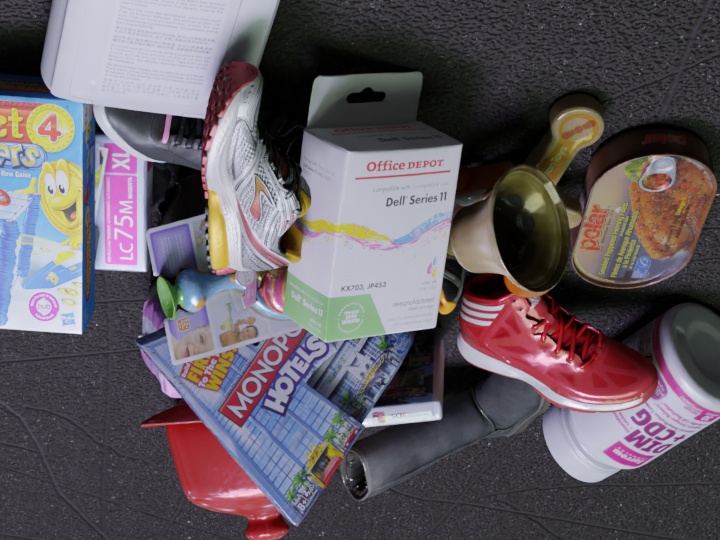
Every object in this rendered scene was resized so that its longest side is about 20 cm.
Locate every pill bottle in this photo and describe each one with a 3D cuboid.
[{"bbox_3d":[0.277,0.126,1.867,0.113,0.114,0.200,19,141,-29],"label":"pill bottle"}]

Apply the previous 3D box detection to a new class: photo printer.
[{"bbox_3d":[-0.143,-0.202,1.396,0.165,0.070,0.201,6,145,-13],"label":"photo printer"}]

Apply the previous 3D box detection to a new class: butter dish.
[{"bbox_3d":[-0.099,0.192,1.868,0.197,0.150,0.200,-6,178,7],"label":"butter dish"}]

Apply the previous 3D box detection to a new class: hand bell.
[{"bbox_3d":[0.068,-0.022,1.596,0.199,0.105,0.104,-10,150,43],"label":"hand bell"}]

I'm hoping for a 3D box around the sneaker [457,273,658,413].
[{"bbox_3d":[0.180,0.060,1.759,0.198,0.079,0.116,13,145,16],"label":"sneaker"}]

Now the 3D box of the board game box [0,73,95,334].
[{"bbox_3d":[-0.312,-0.056,1.508,0.198,0.056,0.198,4,112,1],"label":"board game box"}]

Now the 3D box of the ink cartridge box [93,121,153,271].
[{"bbox_3d":[-0.270,-0.064,1.555,0.198,0.042,0.121,4,111,3],"label":"ink cartridge box"}]

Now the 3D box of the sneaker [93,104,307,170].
[{"bbox_3d":[-0.111,-0.110,1.503,0.199,0.071,0.099,20,171,-39],"label":"sneaker"}]

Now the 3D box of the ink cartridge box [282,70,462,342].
[{"bbox_3d":[0.012,-0.052,1.514,0.116,0.067,0.202,-7,114,-34],"label":"ink cartridge box"}]

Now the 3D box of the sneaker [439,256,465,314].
[{"bbox_3d":[0.000,0.000,1.698,0.198,0.078,0.079,-2,148,2],"label":"sneaker"}]

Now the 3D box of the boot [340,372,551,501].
[{"bbox_3d":[0.082,0.148,1.869,0.198,0.073,0.182,-14,149,-19],"label":"boot"}]

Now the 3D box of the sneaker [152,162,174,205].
[{"bbox_3d":[-0.227,-0.035,1.625,0.073,0.083,0.200,25,135,-31],"label":"sneaker"}]

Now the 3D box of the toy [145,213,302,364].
[{"bbox_3d":[-0.069,0.000,1.560,0.198,0.116,0.047,-15,-166,-18],"label":"toy"}]

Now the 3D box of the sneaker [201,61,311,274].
[{"bbox_3d":[-0.078,-0.079,1.437,0.081,0.078,0.201,1,139,2],"label":"sneaker"}]

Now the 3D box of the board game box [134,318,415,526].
[{"bbox_3d":[-0.082,0.077,1.622,0.199,0.201,0.062,36,173,-12],"label":"board game box"}]

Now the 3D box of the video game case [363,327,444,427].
[{"bbox_3d":[-0.012,0.103,1.769,0.180,0.200,0.023,-6,106,5],"label":"video game case"}]

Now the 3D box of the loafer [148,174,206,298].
[{"bbox_3d":[-0.145,-0.030,1.658,0.072,0.072,0.200,-7,164,-19],"label":"loafer"}]

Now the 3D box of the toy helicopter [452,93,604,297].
[{"bbox_3d":[0.138,-0.077,1.617,0.131,0.079,0.201,20,130,-16],"label":"toy helicopter"}]

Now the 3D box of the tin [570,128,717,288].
[{"bbox_3d":[0.246,-0.053,1.671,0.111,0.042,0.201,-2,146,-8],"label":"tin"}]

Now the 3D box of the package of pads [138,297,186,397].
[{"bbox_3d":[-0.095,0.065,1.719,0.198,0.121,0.077,-3,106,-16],"label":"package of pads"}]
